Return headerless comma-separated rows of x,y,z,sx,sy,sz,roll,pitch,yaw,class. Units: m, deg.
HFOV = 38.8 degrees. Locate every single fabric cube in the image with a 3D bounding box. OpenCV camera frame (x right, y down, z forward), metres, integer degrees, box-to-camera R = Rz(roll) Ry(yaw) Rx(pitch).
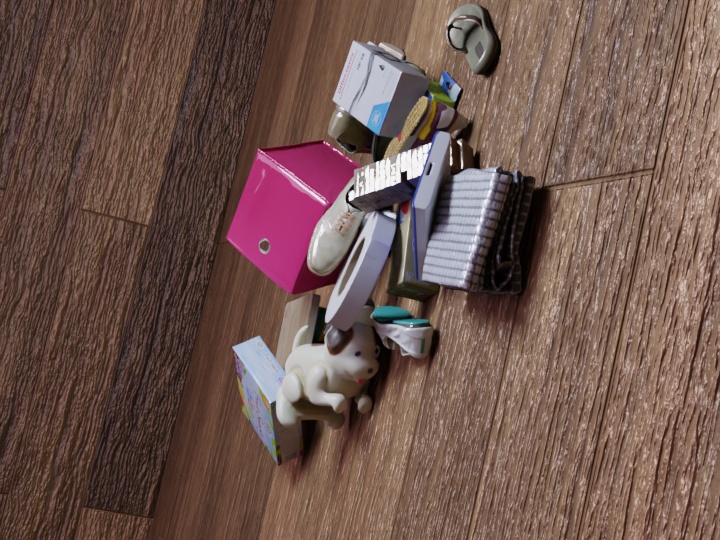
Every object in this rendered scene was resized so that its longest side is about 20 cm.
-0.096,-0.103,1.905,0.196,0.200,0.200,39,121,25,fabric cube

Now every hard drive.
0.104,-0.089,1.486,0.200,0.025,0.132,82,-156,-60,hard drive

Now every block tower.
0.077,-0.148,1.580,0.199,0.054,0.058,-18,58,31,block tower

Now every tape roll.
0.000,0.000,1.645,0.203,0.037,0.203,-63,8,16,tape roll

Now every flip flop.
0.169,-0.376,1.637,0.200,0.057,0.081,-101,30,-54,flip flop

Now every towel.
0.161,-0.050,1.367,0.200,0.085,0.166,-173,98,-75,towel

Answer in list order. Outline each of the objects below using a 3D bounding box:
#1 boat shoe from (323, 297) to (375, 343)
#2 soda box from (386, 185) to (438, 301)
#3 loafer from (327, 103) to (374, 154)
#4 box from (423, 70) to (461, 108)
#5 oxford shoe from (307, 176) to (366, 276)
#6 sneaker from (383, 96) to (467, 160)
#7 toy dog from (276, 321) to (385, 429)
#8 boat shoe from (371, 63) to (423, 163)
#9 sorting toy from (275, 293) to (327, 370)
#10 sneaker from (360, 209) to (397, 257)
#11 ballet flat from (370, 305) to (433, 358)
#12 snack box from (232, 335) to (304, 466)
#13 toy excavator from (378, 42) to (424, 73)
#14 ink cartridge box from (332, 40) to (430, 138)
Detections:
-0.021,0.082,1.852,0.202,0.072,0.061,130,145,-62,boat shoe
0.092,-0.057,1.619,0.068,0.064,0.201,141,140,-63,soda box
-0.008,-0.252,1.908,0.067,0.200,0.076,-49,59,5,loafer
0.105,-0.240,1.754,0.122,0.047,0.201,-112,38,-62,box
-0.031,-0.085,1.713,0.201,0.071,0.074,-64,2,-8,oxford shoe
0.098,-0.191,1.656,0.200,0.090,0.075,126,160,-51,sneaker
-0.037,0.165,1.751,0.200,0.139,0.195,-40,45,41,toy dog
0.066,-0.270,1.836,0.066,0.072,0.201,-61,-9,-58,boat shoe
-0.113,0.162,2.088,0.199,0.069,0.201,157,125,-69,sorting toy
0.040,-0.064,1.779,0.200,0.074,0.080,-166,85,-73,sneaker
0.062,0.100,1.605,0.200,0.069,0.070,-161,86,-72,ballet flat
-0.180,0.257,2.013,0.169,0.068,0.200,50,154,38,snack box
0.042,-0.382,1.951,0.200,0.194,0.100,50,129,35,toy excavator
0.023,-0.318,1.764,0.200,0.067,0.116,43,120,45,ink cartridge box
